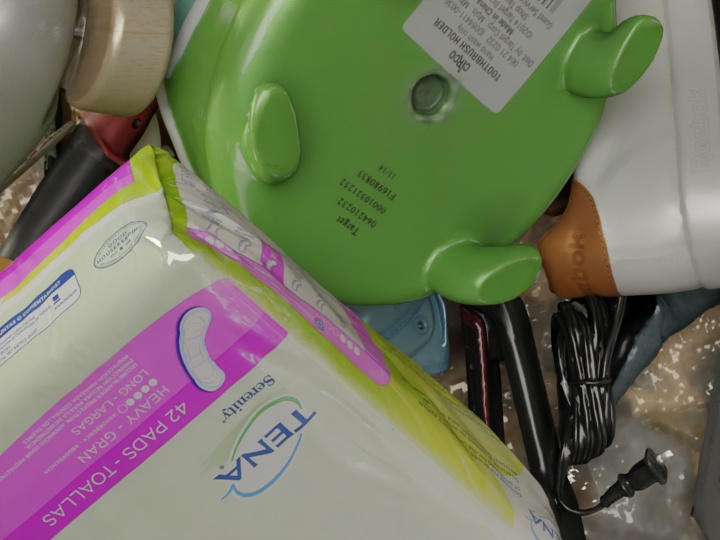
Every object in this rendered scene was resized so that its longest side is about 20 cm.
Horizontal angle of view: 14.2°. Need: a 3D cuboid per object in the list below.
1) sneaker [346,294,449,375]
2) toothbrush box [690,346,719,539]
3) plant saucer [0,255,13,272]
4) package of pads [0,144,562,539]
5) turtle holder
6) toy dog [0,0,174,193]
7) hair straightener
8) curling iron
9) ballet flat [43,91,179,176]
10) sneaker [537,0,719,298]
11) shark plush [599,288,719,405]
[{"bbox_3d":[0.000,0.000,1.046,0.082,0.074,0.200,24,86,-14],"label":"sneaker"},{"bbox_3d":[0.226,0.040,0.982,0.200,0.085,0.147,8,103,-6],"label":"toothbrush box"},{"bbox_3d":[-0.182,0.049,0.976,0.200,0.200,0.037,-5,60,2],"label":"plant saucer"},{"bbox_3d":[-0.047,0.073,0.888,0.154,0.068,0.200,-40,122,11],"label":"package of pads"},{"bbox_3d":[-0.003,-0.054,0.945,0.141,0.132,0.186,4,110,-30],"label":"turtle holder"},{"bbox_3d":[-0.141,-0.059,0.948,0.200,0.132,0.096,-35,46,31],"label":"toy dog"},{"bbox_3d":[0.076,0.062,1.028,0.077,0.041,0.200,-5,85,21],"label":"hair straightener"},{"bbox_3d":[-0.078,-0.043,1.003,0.050,0.026,0.200,42,83,-11],"label":"curling iron"},{"bbox_3d":[-0.084,-0.085,1.052,0.074,0.074,0.200,-4,84,2],"label":"ballet flat"},{"bbox_3d":[0.087,-0.072,1.008,0.085,0.073,0.200,-11,43,15],"label":"sneaker"},{"bbox_3d":[0.152,-0.016,1.037,0.083,0.091,0.200,44,81,-23],"label":"shark plush"}]
